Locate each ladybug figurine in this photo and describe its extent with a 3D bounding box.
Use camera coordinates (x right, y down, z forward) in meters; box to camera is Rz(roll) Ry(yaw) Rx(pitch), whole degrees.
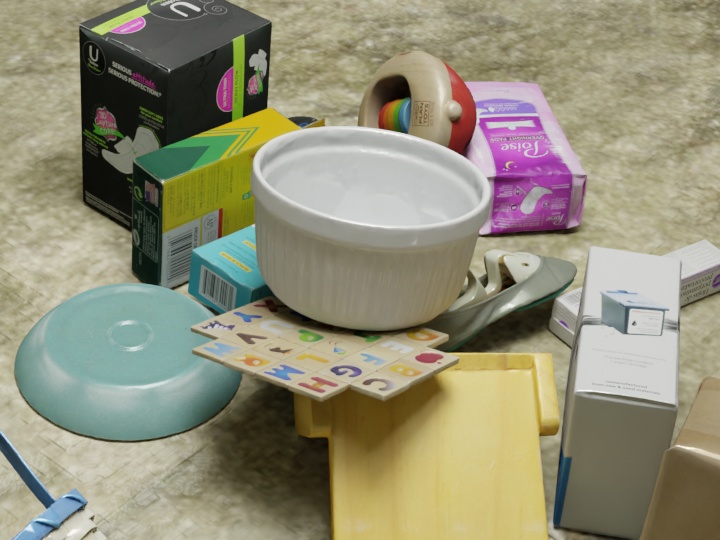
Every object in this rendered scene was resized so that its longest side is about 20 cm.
[{"bbox_3d":[0.061,-0.153,1.644,0.071,0.137,0.200,5,2,-23],"label":"ladybug figurine"}]

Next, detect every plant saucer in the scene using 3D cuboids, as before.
[{"bbox_3d":[-0.201,0.068,1.404,0.198,0.036,0.201,4,36,-3],"label":"plant saucer"}]

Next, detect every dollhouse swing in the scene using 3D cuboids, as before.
[{"bbox_3d":[0.051,0.156,1.321,0.198,0.177,0.182,-1,-5,-8],"label":"dollhouse swing"}]

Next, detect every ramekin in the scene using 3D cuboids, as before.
[{"bbox_3d":[0.005,-0.034,1.343,0.199,0.106,0.200,6,28,-3],"label":"ramekin"}]

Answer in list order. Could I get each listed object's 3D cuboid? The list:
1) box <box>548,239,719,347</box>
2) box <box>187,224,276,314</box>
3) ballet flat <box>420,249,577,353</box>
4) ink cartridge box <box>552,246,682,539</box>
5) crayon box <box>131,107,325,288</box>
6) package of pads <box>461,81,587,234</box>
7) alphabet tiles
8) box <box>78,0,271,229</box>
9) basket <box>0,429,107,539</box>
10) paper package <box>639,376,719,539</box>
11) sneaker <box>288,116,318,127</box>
[{"bbox_3d":[0.267,0.022,1.530,0.199,0.039,0.041,-20,44,-31],"label":"box"},{"bbox_3d":[-0.061,-0.012,1.504,0.082,0.049,0.199,31,38,30],"label":"box"},{"bbox_3d":[0.117,0.016,1.469,0.199,0.064,0.067,-27,22,-26],"label":"ballet flat"},{"bbox_3d":[0.213,0.098,1.328,0.085,0.147,0.200,7,36,5],"label":"ink cartridge box"},{"bbox_3d":[-0.124,-0.073,1.529,0.199,0.128,0.051,-24,46,-36],"label":"crayon box"},{"bbox_3d":[0.151,-0.123,1.679,0.120,0.076,0.201,-4,37,-9],"label":"package of pads"},{"bbox_3d":[-0.030,0.059,1.279,0.199,0.006,0.166,17,24,35],"label":"alphabet tiles"},{"bbox_3d":[-0.180,-0.153,1.566,0.124,0.201,0.148,28,42,28],"label":"box"},{"bbox_3d":[-0.258,0.213,1.092,0.200,0.139,0.176,49,47,4],"label":"basket"},{"bbox_3d":[0.307,0.202,1.162,0.199,0.192,0.103,20,34,17],"label":"paper package"},{"bbox_3d":[-0.033,-0.102,1.637,0.199,0.077,0.076,22,66,46],"label":"sneaker"}]
